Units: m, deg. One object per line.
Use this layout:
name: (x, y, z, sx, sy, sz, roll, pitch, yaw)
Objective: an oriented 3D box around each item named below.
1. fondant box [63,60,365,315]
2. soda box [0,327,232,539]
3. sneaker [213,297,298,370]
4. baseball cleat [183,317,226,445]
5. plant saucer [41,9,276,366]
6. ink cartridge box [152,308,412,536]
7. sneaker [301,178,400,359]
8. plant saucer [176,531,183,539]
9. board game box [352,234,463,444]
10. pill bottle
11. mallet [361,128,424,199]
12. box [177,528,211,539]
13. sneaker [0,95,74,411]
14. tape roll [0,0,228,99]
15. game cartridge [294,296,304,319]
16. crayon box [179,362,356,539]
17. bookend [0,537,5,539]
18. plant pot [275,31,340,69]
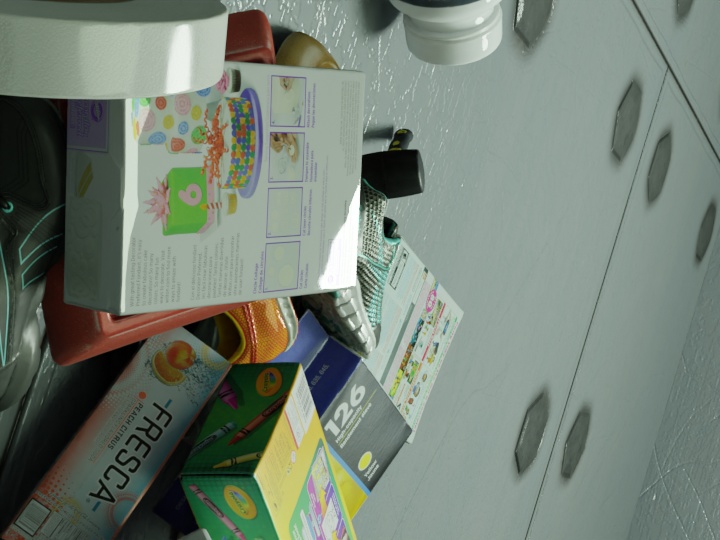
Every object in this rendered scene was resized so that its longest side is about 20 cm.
fondant box: (-0.084, -0.055, 0.790, 0.199, 0.058, 0.145, -6, 101, -49)
soda box: (-0.174, 0.131, 0.896, 0.200, 0.063, 0.068, -56, -172, -31)
sneaker: (-0.107, -0.020, 0.925, 0.077, 0.073, 0.201, -24, 103, -20)
baseball cleat: (-0.093, 0.041, 1.028, 0.106, 0.069, 0.201, -1, 106, -63)
plant saucer: (-0.120, -0.056, 0.836, 0.199, 0.037, 0.201, -19, 110, -35)
ink cartridge box: (-0.052, 0.161, 1.047, 0.198, 0.047, 0.200, -53, 148, -13)
sneaker: (0.000, 0.000, 1.016, 0.091, 0.077, 0.200, -46, 158, -15)
plant saucer: (-0.077, 0.211, 1.139, 0.200, 0.050, 0.201, -39, 144, -35)
board game box: (0.020, 0.063, 1.206, 0.148, 0.064, 0.200, -67, 152, -13)
pill bottle: (0.074, -0.287, 1.121, 0.120, 0.119, 0.201, -52, 147, -38)
mallet: (0.040, -0.105, 1.166, 0.200, 0.065, 0.041, -52, 135, -67)
box: (-0.140, 0.253, 0.880, 0.112, 0.102, 0.200, -26, 171, -16)
sneaker: (-0.217, -0.008, 0.744, 0.079, 0.075, 0.201, -5, 109, -60)
tape roll: (-0.164, -0.124, 0.638, 0.203, 0.202, 0.037, -25, 126, -58)
game cartridge: (-0.041, 0.092, 1.208, 0.130, 0.038, 0.201, 44, 65, -57)
crayon box: (-0.059, 0.181, 0.931, 0.119, 0.058, 0.201, -68, 149, -53)
bookend: (-0.255, 0.235, 0.785, 0.200, 0.092, 0.200, 11, 95, -65)
plant pot: (-0.038, -0.093, 1.048, 0.200, 0.027, 0.201, 3, 90, -76)
